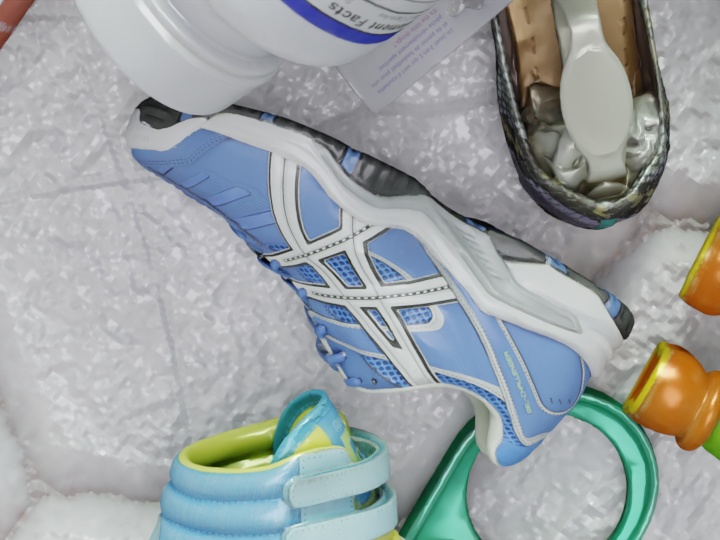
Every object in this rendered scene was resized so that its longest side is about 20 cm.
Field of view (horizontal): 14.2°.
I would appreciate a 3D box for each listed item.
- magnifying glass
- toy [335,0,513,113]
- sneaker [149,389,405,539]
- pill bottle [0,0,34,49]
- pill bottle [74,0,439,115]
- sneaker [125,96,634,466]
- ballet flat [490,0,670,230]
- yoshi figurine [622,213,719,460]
[{"bbox_3d":[0.025,0.116,1.104,0.199,0.022,0.080,-34,102,5],"label":"magnifying glass"},{"bbox_3d":[-0.008,-0.171,1.016,0.115,0.047,0.200,-38,89,29],"label":"toy"},{"bbox_3d":[0.013,0.116,1.055,0.199,0.080,0.131,11,101,-6],"label":"sneaker"},{"bbox_3d":[-0.186,-0.087,1.003,0.112,0.112,0.200,36,98,-9],"label":"pill bottle"},{"bbox_3d":[-0.001,-0.137,0.932,0.200,0.112,0.112,-35,103,31],"label":"pill bottle"},{"bbox_3d":[0.000,0.000,1.047,0.199,0.076,0.077,29,92,-6],"label":"sneaker"},{"bbox_3d":[0.075,-0.110,1.034,0.072,0.072,0.202,-12,102,0],"label":"ballet flat"},{"bbox_3d":[0.205,0.057,1.077,0.199,0.112,0.113,26,145,5],"label":"yoshi figurine"}]
